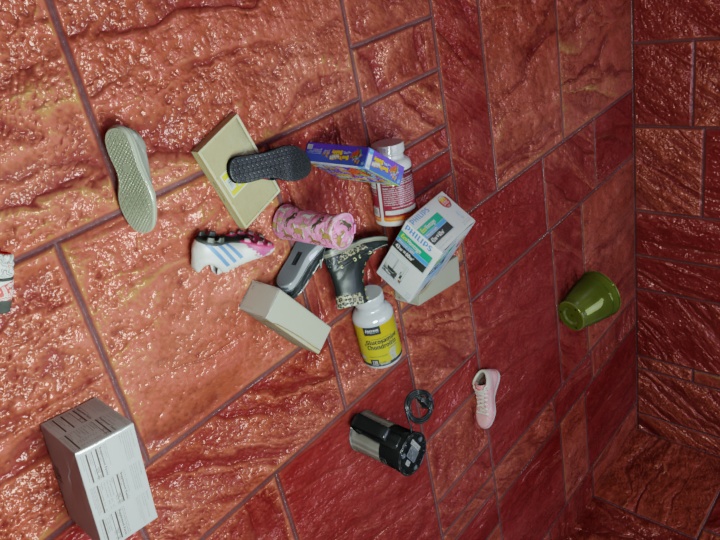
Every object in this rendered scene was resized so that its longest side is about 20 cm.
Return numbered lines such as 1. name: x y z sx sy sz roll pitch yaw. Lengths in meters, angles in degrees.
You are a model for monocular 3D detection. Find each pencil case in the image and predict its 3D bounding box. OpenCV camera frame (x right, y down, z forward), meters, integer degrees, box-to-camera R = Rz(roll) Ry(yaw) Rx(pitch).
1. pencil case: -0.102 -0.096 1.468 0.087 0.197 0.083 -57 136 -22

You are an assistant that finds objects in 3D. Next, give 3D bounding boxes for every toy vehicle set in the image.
1. toy vehicle set: -0.255 -0.205 1.399 0.125 0.026 0.202 -51 132 -28

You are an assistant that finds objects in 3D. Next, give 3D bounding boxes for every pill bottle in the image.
1. pill bottle: 0.039 0.146 1.752 0.112 0.111 0.204 -37 125 -36
2. pill bottle: 0.080 -0.225 1.707 0.112 0.111 0.205 -29 120 -40

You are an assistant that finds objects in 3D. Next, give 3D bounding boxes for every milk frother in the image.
1. milk frother: 0.088 0.414 1.816 0.200 0.186 0.183 -45 130 -31

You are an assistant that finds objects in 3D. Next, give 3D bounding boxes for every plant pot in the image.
1. plant pot: 0.897 0.136 2.674 0.191 0.199 0.204 -30 121 -26

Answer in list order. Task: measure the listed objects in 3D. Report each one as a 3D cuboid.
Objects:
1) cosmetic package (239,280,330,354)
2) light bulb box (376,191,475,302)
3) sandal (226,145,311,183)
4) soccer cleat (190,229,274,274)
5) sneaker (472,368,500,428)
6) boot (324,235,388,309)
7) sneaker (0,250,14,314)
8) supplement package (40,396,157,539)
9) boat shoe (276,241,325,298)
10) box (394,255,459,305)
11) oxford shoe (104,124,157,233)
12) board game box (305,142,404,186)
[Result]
1. cosmetic package: -0.168 0.107 1.518 0.199 0.102 0.074 40 71 -44
2. light bulb box: 0.169 -0.062 1.740 0.198 0.124 0.201 -40 165 -44
3. sandal: -0.195 -0.223 1.419 0.196 0.045 0.077 -11 102 -32
4. soccer cleat: -0.271 -0.035 1.405 0.197 0.069 0.088 0 115 -46
5. sneaker: 0.413 0.430 2.271 0.104 0.074 0.205 18 82 -48
6. boot: -0.002 0.000 1.675 0.201 0.073 0.158 -16 95 -38
7. sneaker: -0.624 0.006 1.009 0.199 0.066 0.111 6 94 -52
8. supplement package: -0.467 0.360 1.202 0.110 0.154 0.205 -24 117 -40
9. boat shoe: -0.121 -0.023 1.561 0.202 0.072 0.068 -63 145 -25
10. box: 0.190 0.020 1.907 0.198 0.094 0.080 -28 119 -43
11. oxford shoe: -0.407 -0.167 1.215 0.058 0.073 0.204 -75 159 -64
12. board game box: -0.016 -0.243 1.529 0.133 0.197 0.046 18 87 -48
